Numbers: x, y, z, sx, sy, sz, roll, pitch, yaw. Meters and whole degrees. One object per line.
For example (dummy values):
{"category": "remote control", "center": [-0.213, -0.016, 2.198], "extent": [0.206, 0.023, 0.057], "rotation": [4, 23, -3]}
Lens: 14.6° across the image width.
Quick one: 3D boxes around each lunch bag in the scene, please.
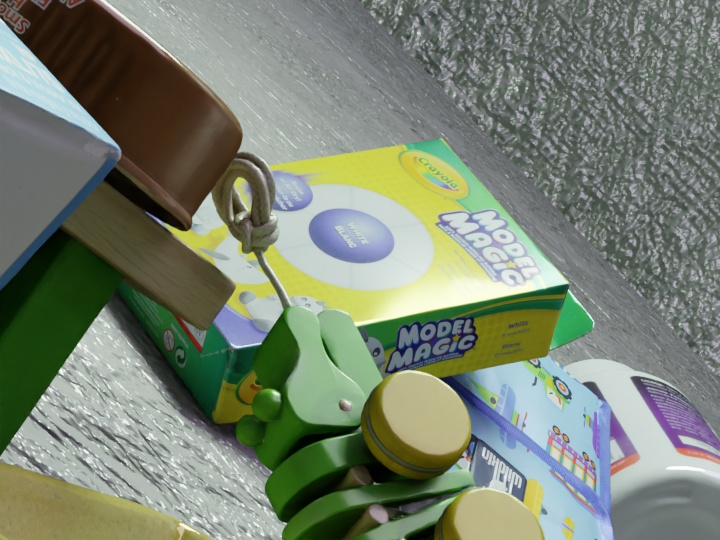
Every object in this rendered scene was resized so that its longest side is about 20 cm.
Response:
{"category": "lunch bag", "center": [0.039, 0.095, 1.276], "extent": [0.151, 0.094, 0.200], "rotation": [41, 21, -20]}

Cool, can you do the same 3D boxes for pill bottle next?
{"category": "pill bottle", "center": [0.145, 0.119, 1.511], "extent": [0.111, 0.111, 0.200], "rotation": [41, 9, -18]}

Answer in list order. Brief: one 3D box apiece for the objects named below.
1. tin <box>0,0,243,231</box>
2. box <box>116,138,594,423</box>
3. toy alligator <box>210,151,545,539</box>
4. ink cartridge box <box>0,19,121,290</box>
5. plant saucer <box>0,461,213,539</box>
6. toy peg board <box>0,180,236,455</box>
{"category": "tin", "center": [-0.119, -0.083, 0.788], "extent": [0.200, 0.042, 0.112], "rotation": [37, -9, -17]}
{"category": "box", "center": [0.000, 0.000, 1.241], "extent": [0.200, 0.048, 0.117], "rotation": [-9, 42, -33]}
{"category": "toy alligator", "center": [-0.007, 0.052, 0.789], "extent": [0.054, 0.059, 0.200], "rotation": [-16, 65, -39]}
{"category": "ink cartridge box", "center": [-0.188, -0.054, 0.612], "extent": [0.200, 0.147, 0.146], "rotation": [48, 9, 21]}
{"category": "plant saucer", "center": [-0.033, 0.118, 0.734], "extent": [0.200, 0.049, 0.200], "rotation": [30, 2, 28]}
{"category": "toy peg board", "center": [-0.174, -0.033, 0.863], "extent": [0.200, 0.098, 0.199], "rotation": [39, -6, -31]}
